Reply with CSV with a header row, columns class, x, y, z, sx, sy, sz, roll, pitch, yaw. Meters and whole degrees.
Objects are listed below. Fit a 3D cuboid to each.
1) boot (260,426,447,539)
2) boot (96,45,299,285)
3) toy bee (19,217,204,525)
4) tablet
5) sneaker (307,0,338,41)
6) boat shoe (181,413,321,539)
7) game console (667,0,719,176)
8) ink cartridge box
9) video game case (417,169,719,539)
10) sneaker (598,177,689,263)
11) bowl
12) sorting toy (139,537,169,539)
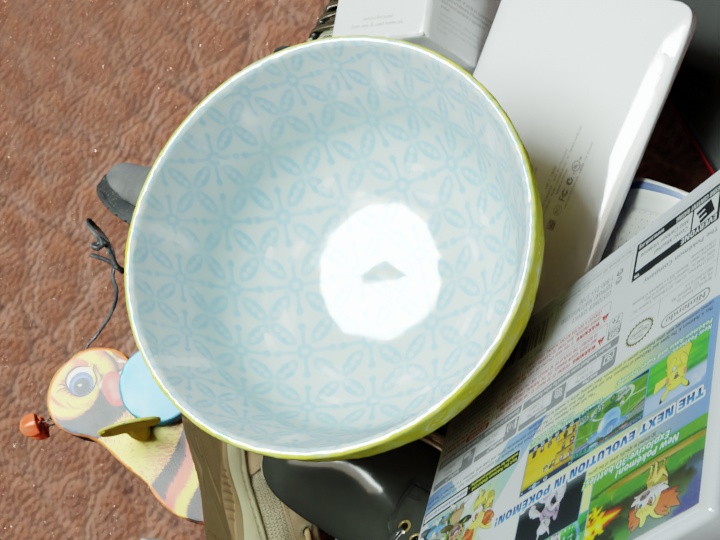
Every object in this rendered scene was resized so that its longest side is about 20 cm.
class,x,y,z,sx,sy,sz,roll,pitch,yaw
boot,0.024,0.140,0.683,0.200,0.138,0.078,19,119,17
boot,-0.069,-0.066,0.850,0.200,0.070,0.132,25,86,52
toy bee,-0.142,0.087,0.898,0.109,0.131,0.200,-37,57,-4
tablet,0.083,-0.049,0.749,0.130,0.014,0.200,25,94,49
sneaker,0.005,-0.134,0.889,0.070,0.075,0.201,-4,74,38
boat shoe,-0.055,0.098,0.817,0.071,0.064,0.201,31,131,58
game console,0.224,-0.142,0.754,0.177,0.031,0.200,-35,57,19
ink cartridge box,0.058,-0.203,0.843,0.067,0.116,0.201,0,75,39
video game case,0.087,0.067,0.594,0.200,0.022,0.183,-43,20,44
sneaker,0.118,0.010,0.759,0.199,0.080,0.115,17,90,47
bowl,0.000,0.000,0.712,0.200,0.108,0.201,-6,72,20
sorting toy,-0.120,0.254,0.799,0.199,0.069,0.201,175,103,-65
